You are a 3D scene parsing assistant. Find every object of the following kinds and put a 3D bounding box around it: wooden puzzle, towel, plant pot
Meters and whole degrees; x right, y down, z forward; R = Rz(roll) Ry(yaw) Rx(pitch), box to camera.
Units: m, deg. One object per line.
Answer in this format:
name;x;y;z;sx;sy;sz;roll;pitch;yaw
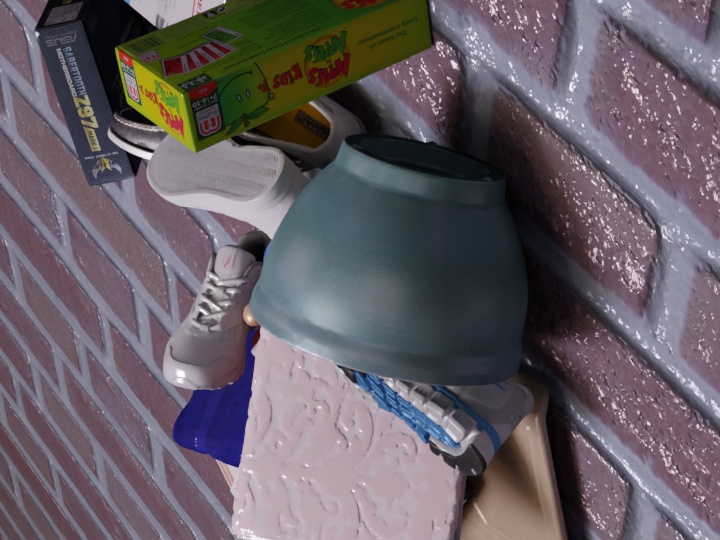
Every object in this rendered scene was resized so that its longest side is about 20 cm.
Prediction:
wooden puzzle;0.108;0.151;1.408;0.185;0.037;0.201;29;134;53
towel;-0.111;0.119;1.721;0.049;0.149;0.200;25;172;-24
towel;-0.002;0.121;1.366;0.190;0.032;0.202;5;81;23
plant pot;0.032;-0.018;1.231;0.200;0.199;0.135;32;114;50

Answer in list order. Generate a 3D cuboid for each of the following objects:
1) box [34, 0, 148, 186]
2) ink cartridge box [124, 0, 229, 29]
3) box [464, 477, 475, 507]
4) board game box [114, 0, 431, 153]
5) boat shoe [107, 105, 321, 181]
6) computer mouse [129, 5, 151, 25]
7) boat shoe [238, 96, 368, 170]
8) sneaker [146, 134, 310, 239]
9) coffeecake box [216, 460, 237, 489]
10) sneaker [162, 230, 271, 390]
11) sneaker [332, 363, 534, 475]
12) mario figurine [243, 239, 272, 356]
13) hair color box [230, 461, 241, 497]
box;-0.236;-0.194;1.609;0.200;0.051;0.159;-85;-17;-59
ink cartridge box;-0.122;-0.243;1.404;0.200;0.066;0.117;41;130;41
box;0.012;0.175;1.509;0.161;0.043;0.200;57;149;20
board game box;-0.060;-0.157;1.233;0.101;0.199;0.048;36;144;46
boat shoe;-0.124;-0.122;1.484;0.199;0.074;0.061;14;122;22
computer mouse;-0.137;-0.162;1.571;0.140;0.046;0.201;6;115;57
boat shoe;-0.088;-0.137;1.399;0.199;0.071;0.070;31;-176;26
sneaker;-0.087;-0.054;1.404;0.115;0.074;0.200;40;170;-36
coffeecake box;-0.063;0.220;1.765;0.154;0.073;0.200;64;156;-9
sneaker;-0.128;0.029;1.597;0.077;0.200;0.100;11;125;12
sneaker;0.048;0.069;1.311;0.200;0.086;0.075;38;153;30
mario figurine;-0.075;0.007;1.532;0.106;0.123;0.201;25;133;32
hair color box;-0.043;0.171;1.490;0.111;0.064;0.201;54;149;23
